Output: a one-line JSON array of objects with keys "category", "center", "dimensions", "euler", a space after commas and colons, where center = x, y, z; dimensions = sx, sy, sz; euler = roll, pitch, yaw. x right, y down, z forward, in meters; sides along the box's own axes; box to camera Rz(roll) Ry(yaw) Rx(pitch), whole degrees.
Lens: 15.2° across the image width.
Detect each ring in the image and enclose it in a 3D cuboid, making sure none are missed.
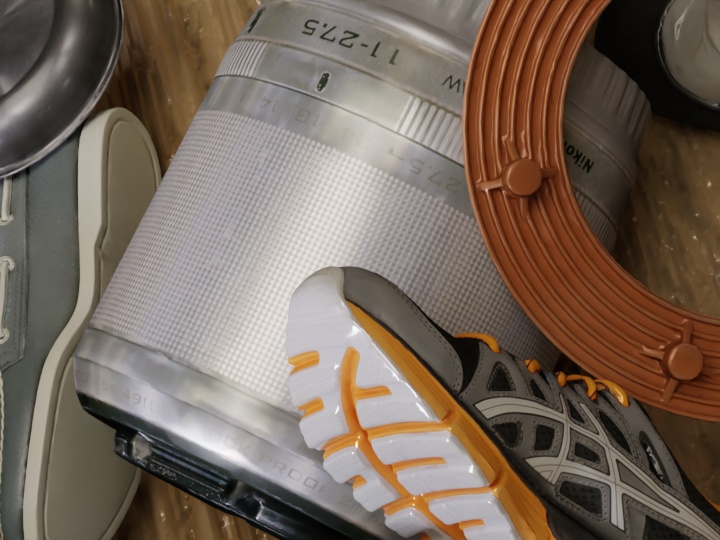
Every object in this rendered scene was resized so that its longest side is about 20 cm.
[{"category": "ring", "center": [0.134, -0.048, 0.918], "dimensions": [0.200, 0.019, 0.201], "euler": [0, 88, -7]}]

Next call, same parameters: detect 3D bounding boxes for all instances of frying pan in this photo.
[{"category": "frying pan", "center": [-0.181, -0.069, 1.115], "dimensions": [0.190, 0.031, 0.115], "euler": [-31, 51, 9]}]

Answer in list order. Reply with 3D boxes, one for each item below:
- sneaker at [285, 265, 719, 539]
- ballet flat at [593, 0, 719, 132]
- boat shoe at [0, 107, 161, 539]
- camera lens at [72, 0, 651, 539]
[{"category": "sneaker", "center": [0.055, 0.062, 0.893], "dimensions": [0.078, 0.200, 0.077], "euler": [-9, 41, 56]}, {"category": "ballet flat", "center": [0.173, -0.079, 0.998], "dimensions": [0.200, 0.068, 0.068], "euler": [18, 80, 25]}, {"category": "boat shoe", "center": [-0.123, 0.029, 1.071], "dimensions": [0.062, 0.073, 0.200], "euler": [-8, 60, 24]}, {"category": "camera lens", "center": [0.000, 0.000, 0.987], "dimensions": [0.160, 0.160, 0.200], "euler": [23, 82, 26]}]
